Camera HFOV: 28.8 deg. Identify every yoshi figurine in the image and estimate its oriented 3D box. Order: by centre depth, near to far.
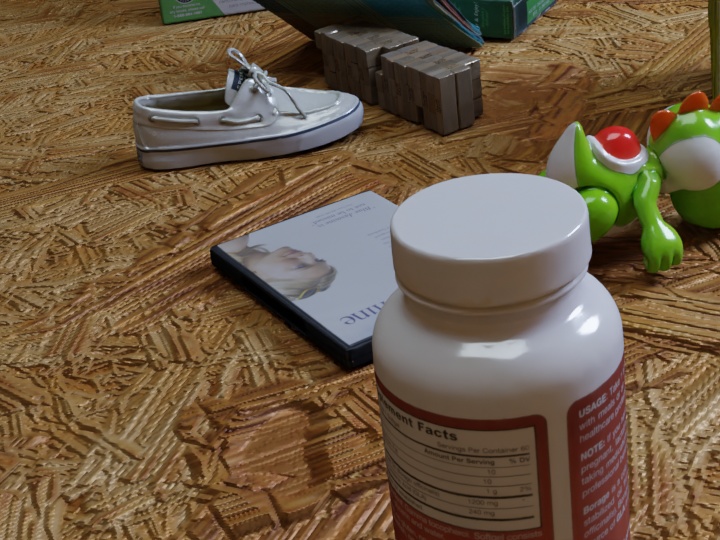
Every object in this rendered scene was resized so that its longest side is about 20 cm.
[{"bbox_3d":[0.195,-0.049,0.970,0.199,0.113,0.112,-23,-13,0],"label":"yoshi figurine"}]

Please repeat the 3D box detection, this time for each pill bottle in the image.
[{"bbox_3d":[0.064,0.064,0.633,0.111,0.201,0.112,-5,27,3],"label":"pill bottle"}]

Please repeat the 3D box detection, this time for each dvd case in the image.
[{"bbox_3d":[0.000,0.000,0.975,0.142,0.018,0.200,-21,30,-25],"label":"dvd case"}]

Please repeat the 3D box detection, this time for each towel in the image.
[{"bbox_3d":[0.006,-0.252,1.373,0.199,0.022,0.146,7,-7,26],"label":"towel"}]

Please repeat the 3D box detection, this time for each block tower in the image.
[{"bbox_3d":[0.035,-0.179,1.275,0.054,0.058,0.200,-22,32,-26],"label":"block tower"}]

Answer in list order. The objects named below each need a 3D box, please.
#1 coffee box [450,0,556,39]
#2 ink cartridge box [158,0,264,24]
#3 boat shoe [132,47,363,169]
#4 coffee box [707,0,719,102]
[{"bbox_3d":[0.094,-0.286,1.477,0.199,0.044,0.123,8,30,27],"label":"coffee box"},{"bbox_3d":[-0.171,-0.394,1.581,0.144,0.201,0.084,-9,26,-3],"label":"ink cartridge box"},{"bbox_3d":[-0.099,-0.148,1.211,0.200,0.087,0.075,-8,27,0],"label":"boat shoe"},{"bbox_3d":[0.378,-0.228,1.121,0.196,0.201,0.200,-1,27,14],"label":"coffee box"}]
